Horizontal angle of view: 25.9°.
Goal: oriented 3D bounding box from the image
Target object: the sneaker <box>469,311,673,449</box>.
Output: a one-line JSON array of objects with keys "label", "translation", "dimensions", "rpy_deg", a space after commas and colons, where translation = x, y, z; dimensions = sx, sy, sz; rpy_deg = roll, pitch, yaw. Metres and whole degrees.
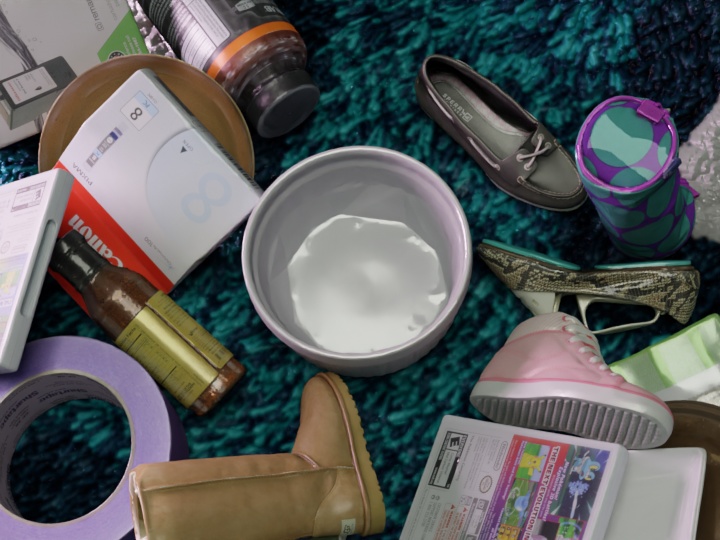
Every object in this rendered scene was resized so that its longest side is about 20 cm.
[{"label": "sneaker", "translation": [0.189, 0.085, 1.320], "dimensions": [0.200, 0.075, 0.105], "rpy_deg": [4, 53, 48]}]

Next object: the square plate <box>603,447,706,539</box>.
[{"label": "square plate", "translation": [0.180, 0.241, 1.269], "dimensions": [0.200, 0.028, 0.198], "rpy_deg": [-7, 59, 34]}]

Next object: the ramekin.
[{"label": "ramekin", "translation": [0.000, 0.000, 1.389], "dimensions": [0.200, 0.105, 0.200], "rpy_deg": [-1, 69, 4]}]

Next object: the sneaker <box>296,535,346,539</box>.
[{"label": "sneaker", "translation": [-0.053, 0.235, 1.330], "dimensions": [0.090, 0.067, 0.200], "rpy_deg": [-28, 58, -23]}]

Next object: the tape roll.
[{"label": "tape roll", "translation": [-0.254, 0.164, 1.361], "dimensions": [0.200, 0.085, 0.200], "rpy_deg": [-2, 70, 5]}]

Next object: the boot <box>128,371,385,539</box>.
[{"label": "boot", "translation": [-0.094, 0.162, 1.305], "dimensions": [0.200, 0.066, 0.175], "rpy_deg": [-5, 42, -17]}]

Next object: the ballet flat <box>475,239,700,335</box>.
[{"label": "ballet flat", "translation": [0.199, 0.019, 1.391], "dimensions": [0.200, 0.068, 0.075], "rpy_deg": [6, 92, 6]}]

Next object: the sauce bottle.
[{"label": "sauce bottle", "translation": [-0.192, 0.043, 1.386], "dimensions": [0.200, 0.066, 0.066], "rpy_deg": [44, 78, 1]}]

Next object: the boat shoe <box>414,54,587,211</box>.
[{"label": "boat shoe", "translation": [0.127, -0.128, 1.450], "dimensions": [0.200, 0.057, 0.067], "rpy_deg": [40, 78, 17]}]

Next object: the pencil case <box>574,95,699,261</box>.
[{"label": "pencil case", "translation": [0.241, -0.076, 1.345], "dimensions": [0.092, 0.200, 0.085], "rpy_deg": [-42, 67, 0]}]

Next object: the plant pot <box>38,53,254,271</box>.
[{"label": "plant pot", "translation": [-0.196, -0.099, 1.445], "dimensions": [0.200, 0.027, 0.200], "rpy_deg": [0, 99, 3]}]

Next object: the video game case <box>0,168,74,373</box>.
[{"label": "video game case", "translation": [-0.335, 0.009, 1.392], "dimensions": [0.200, 0.022, 0.183], "rpy_deg": [-9, 61, 48]}]

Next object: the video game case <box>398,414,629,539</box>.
[{"label": "video game case", "translation": [0.113, 0.225, 1.293], "dimensions": [0.182, 0.023, 0.200], "rpy_deg": [6, 66, 40]}]

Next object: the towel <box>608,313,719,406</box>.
[{"label": "towel", "translation": [0.296, 0.149, 1.346], "dimensions": [0.149, 0.031, 0.200], "rpy_deg": [-25, 69, -5]}]

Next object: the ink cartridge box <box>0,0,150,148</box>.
[{"label": "ink cartridge box", "translation": [-0.308, -0.208, 1.471], "dimensions": [0.200, 0.084, 0.146], "rpy_deg": [-23, 107, -4]}]

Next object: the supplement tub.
[{"label": "supplement tub", "translation": [-0.121, -0.220, 1.482], "dimensions": [0.107, 0.107, 0.200], "rpy_deg": [-35, 71, -8]}]

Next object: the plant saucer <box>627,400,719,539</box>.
[{"label": "plant saucer", "translation": [0.265, 0.205, 1.302], "dimensions": [0.200, 0.029, 0.200], "rpy_deg": [-5, 74, 18]}]

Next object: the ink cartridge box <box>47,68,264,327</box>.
[{"label": "ink cartridge box", "translation": [-0.209, -0.056, 1.409], "dimensions": [0.200, 0.047, 0.160], "rpy_deg": [-43, 89, 7]}]
